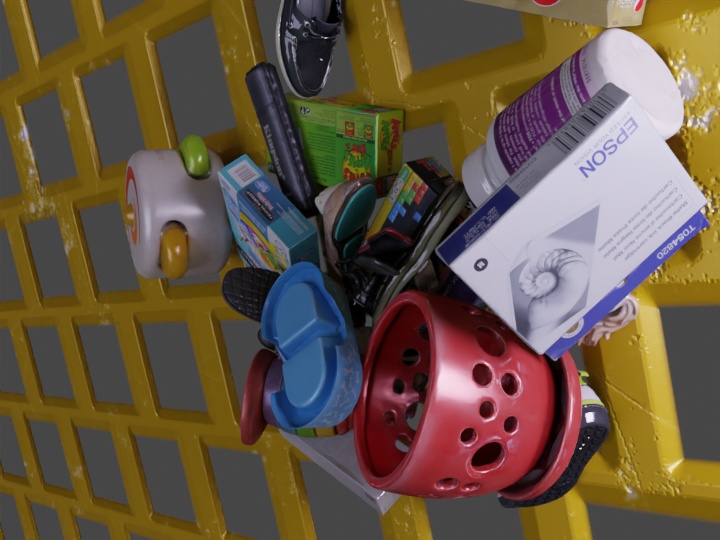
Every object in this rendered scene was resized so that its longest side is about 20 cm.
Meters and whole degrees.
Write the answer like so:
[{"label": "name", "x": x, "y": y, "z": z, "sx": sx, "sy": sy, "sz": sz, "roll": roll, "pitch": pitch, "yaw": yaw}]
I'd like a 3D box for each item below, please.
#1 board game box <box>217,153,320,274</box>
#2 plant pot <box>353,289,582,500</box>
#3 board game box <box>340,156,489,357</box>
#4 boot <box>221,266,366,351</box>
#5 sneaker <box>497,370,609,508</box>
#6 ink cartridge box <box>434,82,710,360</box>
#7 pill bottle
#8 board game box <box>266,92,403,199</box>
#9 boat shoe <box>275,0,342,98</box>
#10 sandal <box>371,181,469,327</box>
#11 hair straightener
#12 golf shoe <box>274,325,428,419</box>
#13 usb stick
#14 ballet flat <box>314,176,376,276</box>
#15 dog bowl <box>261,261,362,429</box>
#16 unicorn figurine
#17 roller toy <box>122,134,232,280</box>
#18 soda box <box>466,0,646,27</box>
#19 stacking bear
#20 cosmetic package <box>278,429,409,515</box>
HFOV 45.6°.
[{"label": "board game box", "x": -0.114, "y": -0.034, "z": 1.129, "sx": 0.151, "sy": 0.047, "sz": 0.200, "roll": 47, "pitch": 160, "yaw": 24}, {"label": "plant pot", "x": 0.108, "y": 0.134, "z": 0.877, "sx": 0.200, "sy": 0.182, "sz": 0.202, "roll": -167, "pitch": 90, "yaw": -69}, {"label": "board game box", "x": 0.079, "y": -0.003, "z": 1.005, "sx": 0.165, "sy": 0.057, "sz": 0.200, "roll": 48, "pitch": 132, "yaw": 24}, {"label": "boot", "x": -0.104, "y": 0.067, "z": 1.098, "sx": 0.132, "sy": 0.199, "sz": 0.070, "roll": -34, "pitch": 40, "yaw": 52}, {"label": "sneaker", "x": 0.209, "y": 0.187, "z": 0.948, "sx": 0.083, "sy": 0.071, "sz": 0.200, "roll": -107, "pitch": 34, "yaw": -42}, {"label": "ink cartridge box", "x": 0.196, "y": -0.023, "z": 0.737, "sx": 0.200, "sy": 0.200, "sz": 0.041, "roll": -45, "pitch": 34, "yaw": 9}, {"label": "pill bottle", "x": 0.191, "y": -0.126, "z": 0.811, "sx": 0.200, "sy": 0.112, "sz": 0.113, "roll": -35, "pitch": 78, "yaw": 44}, {"label": "board game box", "x": -0.036, "y": -0.160, "z": 1.073, "sx": 0.199, "sy": 0.047, "sz": 0.102, "roll": 18, "pitch": 116, "yaw": 41}, {"label": "boat shoe", "x": -0.052, "y": -0.305, "z": 1.022, "sx": 0.066, "sy": 0.074, "sz": 0.201, "roll": 22, "pitch": 109, "yaw": 52}, {"label": "sandal", "x": 0.068, "y": -0.005, "z": 0.927, "sx": 0.057, "sy": 0.080, "sz": 0.201, "roll": 29, "pitch": 123, "yaw": -10}, {"label": "hair straightener", "x": 0.000, "y": 0.000, "z": 0.954, "sx": 0.077, "sy": 0.041, "sz": 0.200, "roll": -65, "pitch": 16, "yaw": -10}, {"label": "golf shoe", "x": -0.009, "y": 0.106, "z": 1.027, "sx": 0.199, "sy": 0.073, "sz": 0.093, "roll": 16, "pitch": 75, "yaw": 25}, {"label": "usb stick", "x": -0.098, "y": -0.160, "z": 1.076, "sx": 0.055, "sy": 0.033, "sz": 0.201, "roll": -16, "pitch": 93, "yaw": 51}, {"label": "ballet flat", "x": -0.025, "y": -0.061, "z": 1.036, "sx": 0.067, "sy": 0.068, "sz": 0.200, "roll": 46, "pitch": 155, "yaw": 21}, {"label": "dog bowl", "x": -0.053, "y": 0.085, "z": 0.960, "sx": 0.111, "sy": 0.049, "sz": 0.201, "roll": -39, "pitch": 47, "yaw": 30}, {"label": "unicorn figurine", "x": 0.199, "y": -0.007, "z": 0.843, "sx": 0.199, "sy": 0.074, "sz": 0.137, "roll": 32, "pitch": 145, "yaw": -24}, {"label": "roller toy", "x": -0.268, "y": -0.079, "z": 1.227, "sx": 0.182, "sy": 0.139, "sz": 0.201, "roll": 156, "pitch": 108, "yaw": -67}, {"label": "soda box", "x": 0.169, "y": -0.280, "z": 0.814, "sx": 0.199, "sy": 0.068, "sz": 0.064, "roll": 25, "pitch": 120, "yaw": 38}, {"label": "stacking bear", "x": -0.043, "y": 0.171, "z": 1.113, "sx": 0.199, "sy": 0.122, "sz": 0.114, "roll": 8, "pitch": 116, "yaw": 11}, {"label": "cosmetic package", "x": -0.019, "y": 0.235, "z": 1.156, "sx": 0.200, "sy": 0.083, "sz": 0.051, "roll": 30, "pitch": 153, "yaw": 35}]
